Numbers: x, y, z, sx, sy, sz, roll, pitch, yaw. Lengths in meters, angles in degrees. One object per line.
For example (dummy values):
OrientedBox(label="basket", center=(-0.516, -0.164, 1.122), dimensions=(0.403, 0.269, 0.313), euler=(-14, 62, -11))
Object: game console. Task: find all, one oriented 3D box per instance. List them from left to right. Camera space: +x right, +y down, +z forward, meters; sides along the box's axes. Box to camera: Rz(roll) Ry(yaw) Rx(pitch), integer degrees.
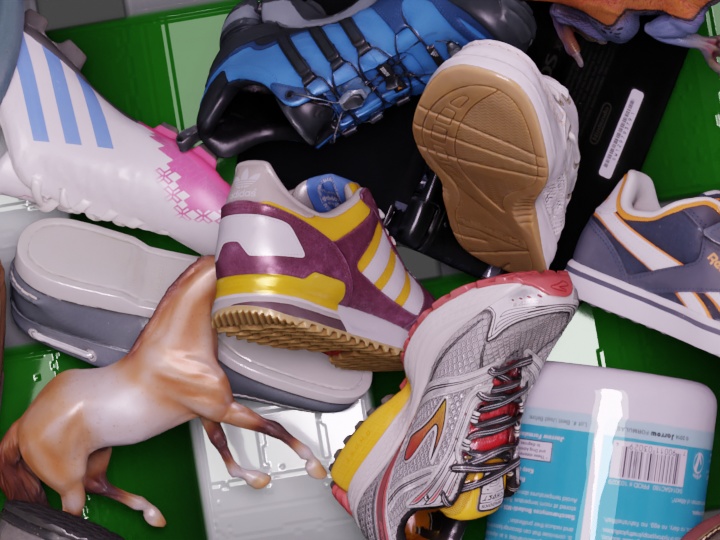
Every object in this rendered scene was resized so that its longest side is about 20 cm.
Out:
OrientedBox(label="game console", center=(0.061, -0.103, 1.522), dimensions=(0.176, 0.116, 0.200), euler=(23, 88, -27))

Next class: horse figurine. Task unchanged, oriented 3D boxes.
OrientedBox(label="horse figurine", center=(-0.114, 0.081, 1.463), dimensions=(0.200, 0.050, 0.133), euler=(-25, 118, 17))

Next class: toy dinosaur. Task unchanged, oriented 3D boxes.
OrientedBox(label="toy dinosaur", center=(0.144, -0.129, 1.391), dimensions=(0.200, 0.181, 0.105), euler=(-15, 104, -22))

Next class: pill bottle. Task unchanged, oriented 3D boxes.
OrientedBox(label="pill bottle", center=(0.117, 0.150, 1.458), dimensions=(0.111, 0.111, 0.200), euler=(8, 87, 3))

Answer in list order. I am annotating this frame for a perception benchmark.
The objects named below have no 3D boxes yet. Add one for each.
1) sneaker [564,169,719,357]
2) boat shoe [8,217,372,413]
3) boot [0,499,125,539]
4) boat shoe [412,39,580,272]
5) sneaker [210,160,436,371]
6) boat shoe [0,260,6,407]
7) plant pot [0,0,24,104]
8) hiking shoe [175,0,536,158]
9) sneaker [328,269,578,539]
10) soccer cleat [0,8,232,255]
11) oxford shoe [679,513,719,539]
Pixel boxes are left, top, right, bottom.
OrientedBox(label="sneaker", center=(0.194, 0.008, 1.431), dimensions=(0.200, 0.078, 0.080), euler=(24, 95, 32))
OrientedBox(label="boat shoe", center=(-0.092, 0.034, 1.510), dimensions=(0.200, 0.073, 0.062), euler=(21, 131, -3))
OrientedBox(label="boot", center=(-0.126, 0.212, 1.454), dimensions=(0.200, 0.068, 0.131), euler=(34, 86, -26))
OrientedBox(label="boat shoe", center=(0.073, -0.068, 1.389), dimensions=(0.071, 0.200, 0.069), euler=(23, 70, 14))
OrientedBox(label="sneaker", center=(0.000, 0.000, 1.438), dimensions=(0.075, 0.200, 0.090), euler=(-2, 79, 31))
OrientedBox(label="boat shoe", center=(-0.219, 0.076, 1.499), dimensions=(0.072, 0.068, 0.200), euler=(16, 109, -2))
OrientedBox(label="plant pot", center=(-0.289, -0.140, 1.451), dimensions=(0.200, 0.134, 0.201), euler=(-5, 75, 17))
OrientedBox(label="hiking shoe", center=(0.002, -0.096, 1.429), dimensions=(0.074, 0.200, 0.087), euler=(46, 52, -33))
OrientedBox(label="sneaker", center=(0.059, 0.076, 1.410), dimensions=(0.078, 0.200, 0.082), euler=(-5, 49, -34))
OrientedBox(label="soccer cleat", center=(-0.140, -0.051, 1.499), dimensions=(0.200, 0.070, 0.086), euler=(38, 73, 12))
OrientedBox(label="oxford shoe", center=(0.249, 0.120, 1.404), dimensions=(0.200, 0.075, 0.070), euler=(-34, 98, -11))
